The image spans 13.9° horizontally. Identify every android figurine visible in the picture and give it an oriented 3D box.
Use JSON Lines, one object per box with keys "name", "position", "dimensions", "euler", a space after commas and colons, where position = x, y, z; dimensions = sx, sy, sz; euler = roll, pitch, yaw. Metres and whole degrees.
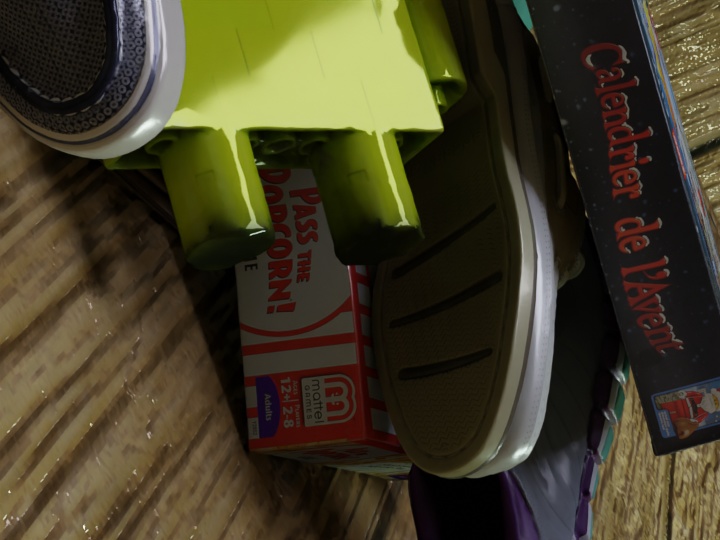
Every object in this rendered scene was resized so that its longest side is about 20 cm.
{"name": "android figurine", "position": [-0.045, -0.095, 1.001], "dimensions": [0.182, 0.041, 0.200], "euler": [-4, 65, -37]}

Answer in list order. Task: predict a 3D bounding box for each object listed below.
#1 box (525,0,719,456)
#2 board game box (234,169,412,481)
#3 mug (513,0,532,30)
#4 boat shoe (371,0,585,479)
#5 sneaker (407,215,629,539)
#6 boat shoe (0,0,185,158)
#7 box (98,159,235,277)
{"name": "box", "position": [0.100, -0.044, 1.091], "dimensions": [0.137, 0.038, 0.200], "euler": [-55, 129, -78]}
{"name": "board game box", "position": [0.000, 0.000, 1.138], "dimensions": [0.200, 0.046, 0.152], "euler": [21, 62, -73]}
{"name": "mug", "position": [0.000, -0.138, 1.213], "dimensions": [0.185, 0.152, 0.115], "euler": [-150, -114, -79]}
{"name": "boat shoe", "position": [0.049, -0.015, 1.066], "dimensions": [0.068, 0.075, 0.200], "euler": [25, 54, -42]}
{"name": "sneaker", "position": [0.055, 0.051, 1.093], "dimensions": [0.088, 0.074, 0.200], "euler": [43, 44, -61]}
{"name": "boat shoe", "position": [-0.125, -0.126, 0.881], "dimensions": [0.200, 0.075, 0.093], "euler": [62, 16, 18]}
{"name": "box", "position": [-0.091, -0.107, 1.091], "dimensions": [0.163, 0.021, 0.200], "euler": [44, 24, -64]}
